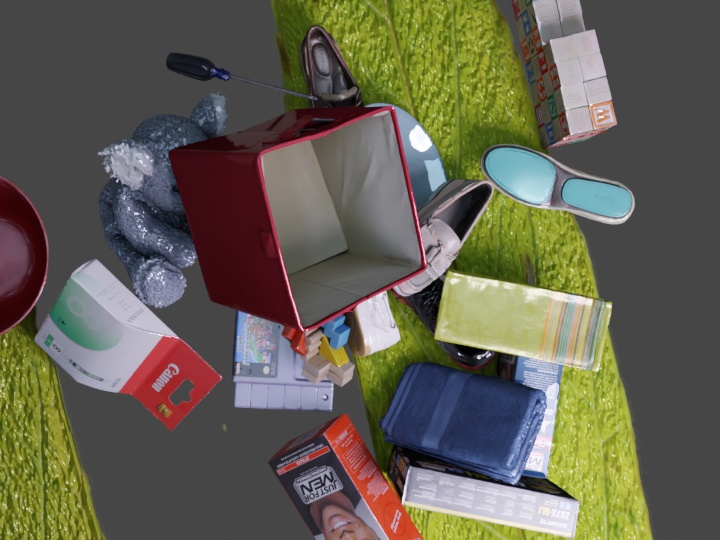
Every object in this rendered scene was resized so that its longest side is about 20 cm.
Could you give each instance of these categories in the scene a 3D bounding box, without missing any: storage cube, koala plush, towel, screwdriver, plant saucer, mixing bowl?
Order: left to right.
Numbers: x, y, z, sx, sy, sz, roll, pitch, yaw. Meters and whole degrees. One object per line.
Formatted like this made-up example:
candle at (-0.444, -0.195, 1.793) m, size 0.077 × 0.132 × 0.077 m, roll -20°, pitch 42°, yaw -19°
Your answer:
mixing bowl at (-0.454, -0.016, 1.024) m, size 0.199 × 0.108 × 0.201 m, roll 0°, pitch 89°, yaw -5°
koala plush at (-0.216, -0.099, 0.980) m, size 0.177 × 0.200 × 0.184 m, roll -33°, pitch 68°, yaw -28°
screwdriver at (-0.147, -0.234, 1.076) m, size 0.199 × 0.029 × 0.028 m, roll 19°, pitch 52°, yaw 5°
storage cube at (-0.065, -0.060, 0.892) m, size 0.171 × 0.179 × 0.201 m, roll -26°, pitch 113°, yaw -33°
plant saucer at (0.034, -0.101, 1.055) m, size 0.200 × 0.039 × 0.202 m, roll 14°, pitch 71°, yaw -44°
towel at (0.120, 0.173, 1.026) m, size 0.049 × 0.199 × 0.112 m, roll 44°, pitch 65°, yaw -39°
towel at (0.190, 0.058, 1.014) m, size 0.199 × 0.018 × 0.087 m, roll 11°, pitch 84°, yaw -2°

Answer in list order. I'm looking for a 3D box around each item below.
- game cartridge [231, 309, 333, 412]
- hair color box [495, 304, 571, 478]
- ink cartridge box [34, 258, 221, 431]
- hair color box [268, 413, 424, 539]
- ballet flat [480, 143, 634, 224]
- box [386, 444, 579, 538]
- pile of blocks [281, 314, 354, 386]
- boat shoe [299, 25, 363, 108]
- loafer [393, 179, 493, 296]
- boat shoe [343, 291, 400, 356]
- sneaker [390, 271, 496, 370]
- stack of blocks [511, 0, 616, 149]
game cartridge at (-0.093, 0.074, 1.086) m, size 0.129 × 0.038 × 0.201 m, roll 3°, pitch 89°, yaw -8°
hair color box at (0.203, 0.143, 1.071) m, size 0.060 × 0.100 × 0.201 m, roll 9°, pitch 88°, yaw -3°
ink cartridge box at (-0.277, 0.102, 1.017) m, size 0.200 × 0.161 × 0.050 m, roll 45°, pitch 43°, yaw -1°
hair color box at (-0.014, 0.286, 1.053) m, size 0.101 × 0.061 × 0.200 m, roll -32°, pitch 92°, yaw 31°
ballet flat at (0.245, -0.106, 1.098) m, size 0.199 × 0.069 × 0.070 m, roll 22°, pitch 88°, yaw 2°
box at (0.138, 0.258, 1.035) m, size 0.199 × 0.160 × 0.050 m, roll 12°, pitch 89°, yaw -4°
pile of blocks at (-0.068, 0.050, 1.023) m, size 0.082 × 0.062 × 0.201 m, roll -29°, pitch 92°, yaw 39°
boat shoe at (-0.030, -0.205, 1.075) m, size 0.072 × 0.072 × 0.201 m, roll -14°, pitch 90°, yaw -4°
loafer at (0.098, -0.050, 1.034) m, size 0.072 × 0.063 × 0.200 m, roll 55°, pitch 46°, yaw -22°
boat shoe at (0.000, 0.000, 1.055) m, size 0.069 × 0.071 × 0.201 m, roll -14°, pitch 90°, yaw -25°
sneaker at (0.099, 0.041, 1.068) m, size 0.071 × 0.098 × 0.201 m, roll -41°, pitch 90°, yaw -2°
stack of blocks at (0.248, -0.261, 1.074) m, size 0.058 × 0.115 × 0.201 m, roll -12°, pitch 89°, yaw -4°
